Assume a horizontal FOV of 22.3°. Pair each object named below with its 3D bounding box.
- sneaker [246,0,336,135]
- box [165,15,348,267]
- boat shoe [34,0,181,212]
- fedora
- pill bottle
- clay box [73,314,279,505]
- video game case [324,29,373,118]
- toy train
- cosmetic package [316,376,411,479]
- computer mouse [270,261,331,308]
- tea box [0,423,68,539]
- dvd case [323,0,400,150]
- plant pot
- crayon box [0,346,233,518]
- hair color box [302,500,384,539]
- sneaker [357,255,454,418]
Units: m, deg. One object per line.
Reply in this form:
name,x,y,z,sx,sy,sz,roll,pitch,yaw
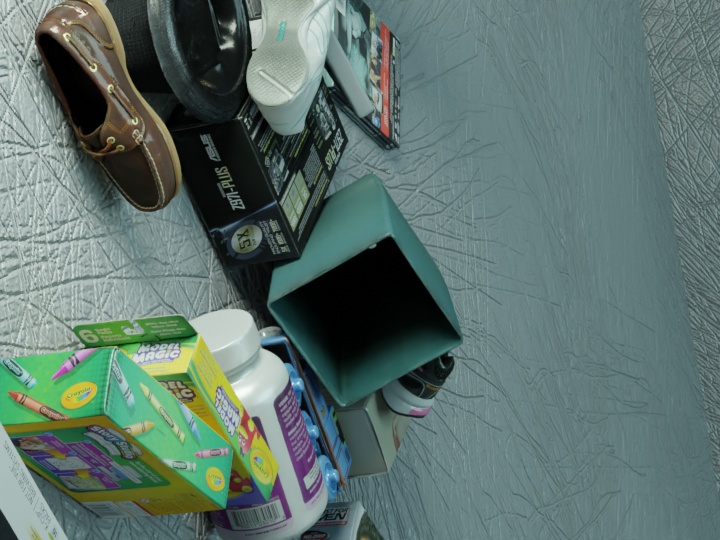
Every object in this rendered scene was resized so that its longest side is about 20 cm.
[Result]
sneaker,-0.062,-0.219,1.720,0.080,0.070,0.202,75,26,-59
box,-0.098,-0.131,1.792,0.201,0.085,0.165,-69,144,-48
boat shoe,-0.217,-0.130,1.535,0.201,0.070,0.070,64,33,-24
fedora,-0.172,-0.217,1.632,0.200,0.091,0.203,-8,90,-71
pill bottle,-0.107,0.142,1.657,0.112,0.111,0.202,-58,136,-57
clay box,-0.160,0.121,1.533,0.048,0.114,0.201,-74,148,-41
video game case,-0.062,-0.276,1.890,0.201,0.023,0.182,59,1,-45
toy train,-0.073,0.147,1.783,0.115,0.086,0.201,-73,147,-61
cosmetic package,0.001,0.127,1.937,0.200,0.102,0.088,-61,137,-53
computer mouse,-0.053,0.006,1.917,0.140,0.046,0.202,39,38,-49
tea box,-0.306,0.178,1.139,0.197,0.132,0.201,-70,145,-50
dvd case,0.002,-0.244,2.153,0.200,0.022,0.148,37,50,-62
plant pot,0.000,0.000,1.811,0.142,0.140,0.201,54,14,-27
crayon box,-0.197,0.132,1.434,0.200,0.118,0.059,50,39,-53
hair color box,-0.026,0.347,1.860,0.099,0.060,0.201,60,31,-43
sneaker,0.058,0.052,1.885,0.080,0.086,0.201,14,43,-36
